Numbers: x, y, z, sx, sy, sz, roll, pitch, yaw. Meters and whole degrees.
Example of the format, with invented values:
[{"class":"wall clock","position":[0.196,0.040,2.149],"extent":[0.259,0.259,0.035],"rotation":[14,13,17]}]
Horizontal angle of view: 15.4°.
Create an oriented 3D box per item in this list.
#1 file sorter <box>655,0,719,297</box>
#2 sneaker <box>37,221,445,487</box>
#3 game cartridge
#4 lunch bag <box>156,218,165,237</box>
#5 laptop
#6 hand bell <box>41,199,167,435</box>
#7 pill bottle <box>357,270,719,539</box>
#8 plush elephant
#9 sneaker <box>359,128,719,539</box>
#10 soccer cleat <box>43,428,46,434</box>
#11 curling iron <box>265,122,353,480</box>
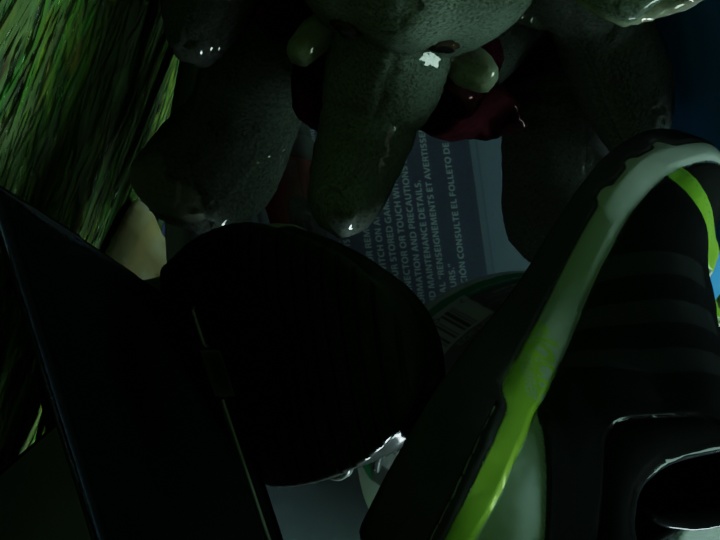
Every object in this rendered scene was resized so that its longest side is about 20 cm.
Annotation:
[{"class":"file sorter","position":[0.150,-0.098,0.804],"extent":[0.200,0.122,0.139],"rotation":[105,-31,-69]},{"class":"sneaker","position":[-0.016,0.023,0.775],"extent":[0.200,0.088,0.074],"rotation":[-6,-91,60]},{"class":"game cartridge","position":[0.000,0.000,0.929],"extent":[0.041,0.133,0.201],"rotation":[151,-67,-68]},{"class":"lunch bag","position":[-0.035,-0.034,1.109],"extent":[0.200,0.082,0.161],"rotation":[-70,180,-62]},{"class":"laptop","position":[-0.071,0.106,0.683],"extent":[0.200,0.116,0.188],"rotation":[-39,-118,43]},{"class":"hand bell","position":[-0.006,0.056,0.968],"extent":[0.104,0.199,0.105],"rotation":[19,90,-90]},{"class":"pill bottle","position":[0.083,0.073,0.808],"extent":[0.200,0.113,0.114],"rotation":[31,-78,66]},{"class":"plush elephant","position":[0.015,-0.076,0.764],"extent":[0.155,0.164,0.201],"rotation":[-56,161,-72]},{"class":"sneaker","position":[0.069,0.038,0.701],"extent":[0.200,0.083,0.072],"rotation":[-51,169,-48]},{"class":"soccer cleat","position":[-0.058,0.103,0.851],"extent":[0.068,0.081,0.200],"rotation":[-65,-149,28]},{"class":"curling iron","position":[-0.030,-0.027,0.886],"extent":[0.050,0.025,0.201],"rotation":[-25,-110,48]}]
